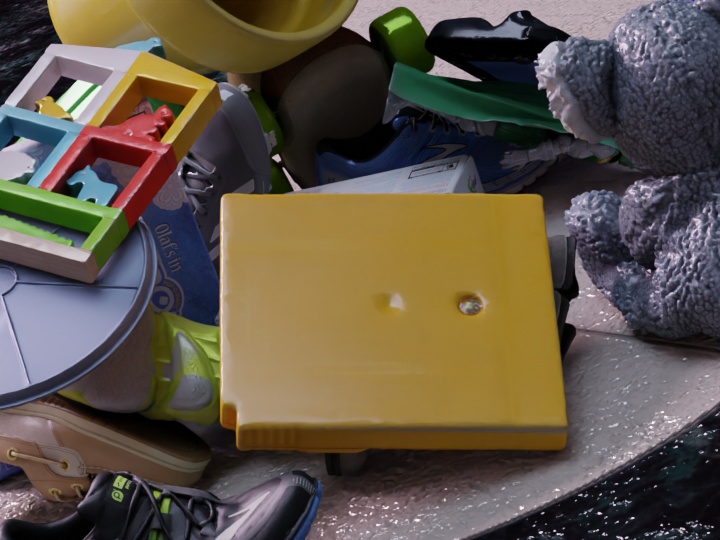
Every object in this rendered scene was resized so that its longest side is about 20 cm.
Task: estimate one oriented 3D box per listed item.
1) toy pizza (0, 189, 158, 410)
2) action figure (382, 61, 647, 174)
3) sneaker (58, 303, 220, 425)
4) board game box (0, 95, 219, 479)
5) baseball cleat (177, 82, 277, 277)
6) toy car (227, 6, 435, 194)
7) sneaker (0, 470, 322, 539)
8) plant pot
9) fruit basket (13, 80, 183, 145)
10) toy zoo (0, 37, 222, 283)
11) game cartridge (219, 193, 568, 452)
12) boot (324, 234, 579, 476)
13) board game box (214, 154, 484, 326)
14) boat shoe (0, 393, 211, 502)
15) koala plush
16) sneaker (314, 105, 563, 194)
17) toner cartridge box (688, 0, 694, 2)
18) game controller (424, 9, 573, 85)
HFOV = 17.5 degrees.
[{"bbox_3d":[-0.220,0.017,1.438,0.199,0.032,0.201,-6,46,7],"label":"toy pizza"},{"bbox_3d":[0.116,-0.105,1.662,0.199,0.055,0.118,13,19,1],"label":"action figure"},{"bbox_3d":[-0.114,0.066,1.481,0.199,0.076,0.105,13,-11,12],"label":"sneaker"},{"bbox_3d":[-0.198,0.012,1.554,0.198,0.201,0.043,-24,18,-9],"label":"board game box"},{"bbox_3d":[-0.114,-0.031,1.616,0.070,0.201,0.106,31,45,30],"label":"baseball cleat"},{"bbox_3d":[-0.056,-0.163,1.818,0.164,0.158,0.200,-29,56,-12],"label":"toy car"},{"bbox_3d":[-0.117,0.150,1.314,0.198,0.083,0.071,-15,22,12],"label":"sneaker"},{"bbox_3d":[-0.128,-0.224,1.710,0.188,0.201,0.201,-27,11,46],"label":"plant pot"},{"bbox_3d":[-0.201,-0.063,1.762,0.215,0.155,0.217,-33,37,30],"label":"fruit basket"},{"bbox_3d":[-0.176,-0.082,1.486,0.130,0.021,0.200,15,51,24],"label":"toy zoo"},{"bbox_3d":[0.016,0.029,1.373,0.198,0.033,0.177,0,51,-2],"label":"game cartridge"},{"bbox_3d":[0.059,0.045,1.415,0.130,0.068,0.201,15,59,10],"label":"boot"},{"bbox_3d":[0.000,0.000,1.597,0.147,0.065,0.200,-12,22,20],"label":"board game box"},{"bbox_3d":[-0.187,0.111,1.482,0.199,0.067,0.074,16,9,24],"label":"boat shoe"},{"bbox_3d":[0.204,-0.075,1.405,0.176,0.201,0.184,-19,22,3],"label":"koala plush"},{"bbox_3d":[0.059,-0.092,1.728,0.199,0.090,0.079,-17,21,0],"label":"sneaker"},{"bbox_3d":[0.261,-0.128,1.620,0.043,0.095,0.200,-30,21,5],"label":"toner cartridge box"},{"bbox_3d":[0.127,-0.148,1.701,0.104,0.042,0.200,-6,-12,27],"label":"game controller"}]
